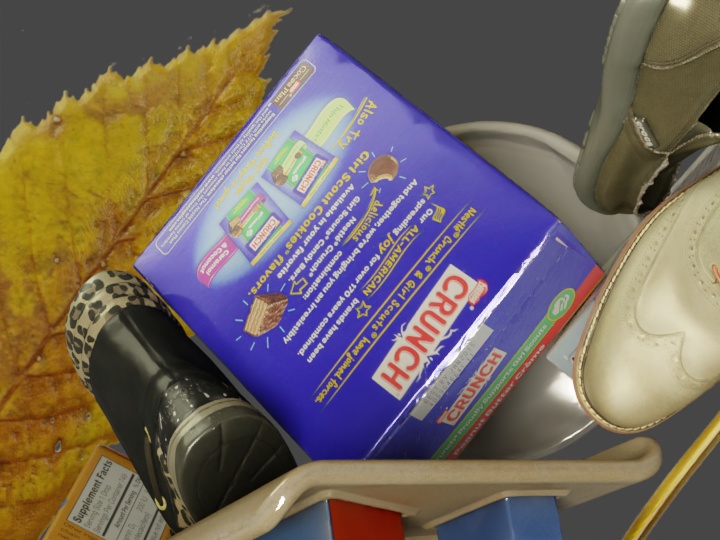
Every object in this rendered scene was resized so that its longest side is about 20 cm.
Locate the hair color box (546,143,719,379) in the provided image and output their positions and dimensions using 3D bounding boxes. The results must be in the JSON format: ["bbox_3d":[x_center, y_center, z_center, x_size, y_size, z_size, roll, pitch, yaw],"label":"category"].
[{"bbox_3d":[0.182,-0.024,0.727,0.200,0.061,0.099,-52,-3,29],"label":"hair color box"}]

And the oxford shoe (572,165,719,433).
[{"bbox_3d":[0.159,-0.012,0.598,0.200,0.071,0.074,-52,0,7],"label":"oxford shoe"}]

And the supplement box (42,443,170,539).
[{"bbox_3d":[-0.147,0.172,0.761,0.067,0.069,0.200,-59,4,21],"label":"supplement box"}]

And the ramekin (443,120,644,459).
[{"bbox_3d":[0.082,0.015,0.890,0.203,0.202,0.094,-51,-14,9],"label":"ramekin"}]

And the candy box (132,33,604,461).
[{"bbox_3d":[0.000,0.000,0.773,0.169,0.200,0.077,-50,-37,4],"label":"candy box"}]

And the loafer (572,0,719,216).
[{"bbox_3d":[0.141,-0.071,0.646,0.075,0.069,0.200,-63,-13,-16],"label":"loafer"}]

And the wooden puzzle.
[{"bbox_3d":[0.008,0.122,0.640,0.199,0.047,0.185,-1,-21,-34],"label":"wooden puzzle"}]

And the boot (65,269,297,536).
[{"bbox_3d":[-0.082,0.105,0.779,0.073,0.154,0.204,-30,-44,-16],"label":"boot"}]
